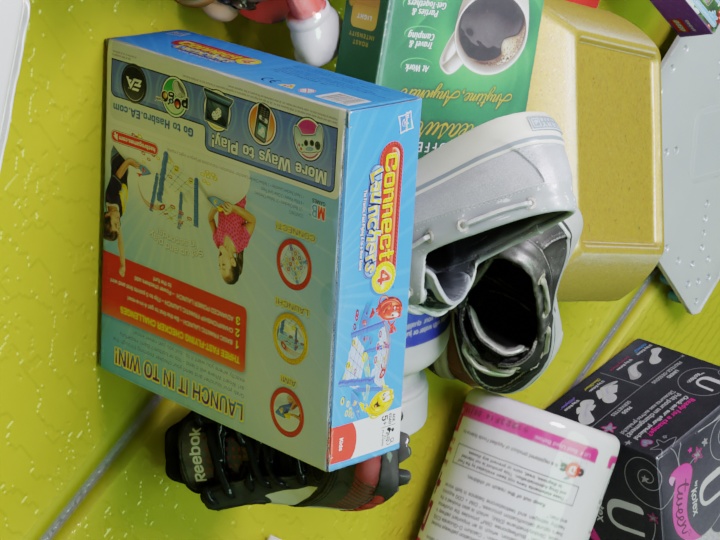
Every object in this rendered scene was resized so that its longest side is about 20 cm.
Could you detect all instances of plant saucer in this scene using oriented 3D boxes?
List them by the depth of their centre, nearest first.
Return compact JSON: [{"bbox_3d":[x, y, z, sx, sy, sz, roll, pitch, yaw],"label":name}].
[{"bbox_3d":[0.150,-0.080,1.458,0.200,0.048,0.201,0,89,-61],"label":"plant saucer"}]

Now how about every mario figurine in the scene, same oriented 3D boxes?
[{"bbox_3d":[-0.078,-0.163,1.216,0.200,0.106,0.124,-9,85,-70],"label":"mario figurine"}]

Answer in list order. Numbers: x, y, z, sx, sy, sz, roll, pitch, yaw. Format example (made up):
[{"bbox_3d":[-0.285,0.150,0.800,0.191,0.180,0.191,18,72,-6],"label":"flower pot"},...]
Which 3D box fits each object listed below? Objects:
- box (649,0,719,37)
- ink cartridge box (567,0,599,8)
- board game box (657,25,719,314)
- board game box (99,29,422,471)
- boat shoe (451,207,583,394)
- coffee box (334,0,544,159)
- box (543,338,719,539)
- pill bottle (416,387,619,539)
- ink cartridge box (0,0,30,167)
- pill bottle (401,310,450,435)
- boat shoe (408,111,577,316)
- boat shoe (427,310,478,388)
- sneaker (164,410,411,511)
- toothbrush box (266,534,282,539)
[{"bbox_3d":[0.204,-0.275,1.507,0.200,0.039,0.137,46,68,-26],"label":"box"},{"bbox_3d":[0.117,-0.150,1.496,0.161,0.050,0.201,22,89,-50],"label":"ink cartridge box"},{"bbox_3d":[0.258,-0.100,1.691,0.200,0.026,0.200,-57,138,-17],"label":"board game box"},{"bbox_3d":[-0.060,-0.016,1.221,0.056,0.200,0.197,-13,115,-42],"label":"board game box"},{"bbox_3d":[0.084,0.026,1.337,0.200,0.070,0.064,95,20,-56],"label":"boat shoe"},{"bbox_3d":[0.047,-0.148,1.248,0.123,0.044,0.201,-2,105,-42],"label":"coffee box"},{"bbox_3d":[0.223,0.177,1.687,0.132,0.114,0.201,-33,126,-37],"label":"box"},{"bbox_3d":[0.096,0.192,1.546,0.113,0.113,0.201,22,87,-50],"label":"pill bottle"},{"bbox_3d":[-0.267,-0.083,1.050,0.200,0.083,0.146,4,101,-49],"label":"ink cartridge box"},{"bbox_3d":[0.000,0.000,1.365,0.112,0.112,0.201,-21,118,-43],"label":"pill bottle"},{"bbox_3d":[0.036,-0.014,1.228,0.070,0.201,0.072,5,60,-48],"label":"boat shoe"},{"bbox_3d":[0.085,0.007,1.459,0.076,0.074,0.200,-50,152,-28],"label":"boat shoe"},{"bbox_3d":[-0.049,0.106,1.299,0.098,0.200,0.071,-5,91,-32],"label":"sneaker"},{"bbox_3d":[0.015,0.270,1.415,0.086,0.199,0.146,-52,136,-24],"label":"toothbrush box"}]
